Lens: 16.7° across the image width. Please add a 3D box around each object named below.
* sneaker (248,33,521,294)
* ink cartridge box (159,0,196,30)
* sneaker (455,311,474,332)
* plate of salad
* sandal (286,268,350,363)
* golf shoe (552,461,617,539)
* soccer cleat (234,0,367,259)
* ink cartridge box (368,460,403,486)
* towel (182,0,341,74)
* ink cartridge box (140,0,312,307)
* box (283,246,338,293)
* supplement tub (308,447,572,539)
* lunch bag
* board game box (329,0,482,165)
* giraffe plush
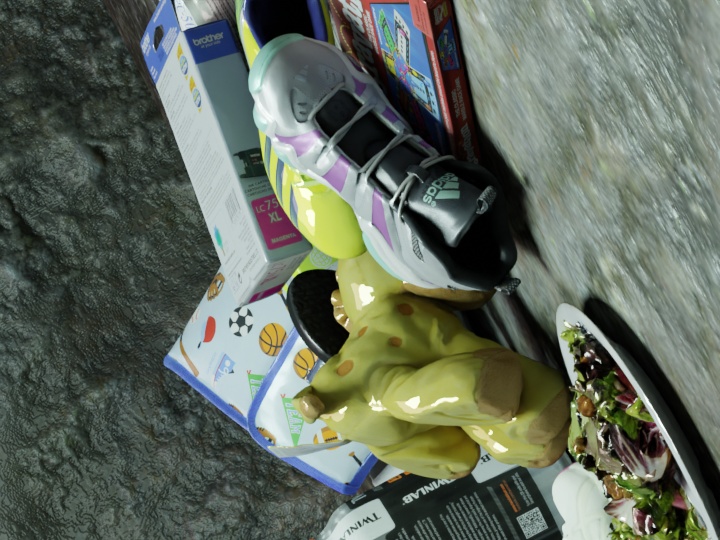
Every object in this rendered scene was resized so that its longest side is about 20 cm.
[{"bbox_3d":[0.029,-0.060,1.442,0.200,0.078,0.140,45,166,-30],"label":"sneaker"},{"bbox_3d":[-0.090,-0.158,2.026,0.200,0.044,0.094,65,-151,-17],"label":"ink cartridge box"},{"bbox_3d":[0.066,0.084,1.850,0.201,0.070,0.080,65,170,-9],"label":"sneaker"},{"bbox_3d":[0.152,0.112,1.388,0.200,0.048,0.200,62,174,12],"label":"plate of salad"},{"bbox_3d":[0.029,0.068,1.697,0.200,0.075,0.045,30,143,-16],"label":"sandal"},{"bbox_3d":[0.149,0.187,1.525,0.075,0.091,0.200,65,175,-29],"label":"golf shoe"},{"bbox_3d":[-0.036,-0.101,1.522,0.084,0.065,0.201,-120,16,-84],"label":"soccer cleat"},{"bbox_3d":[0.088,0.199,1.942,0.116,0.068,0.200,28,-160,-45],"label":"ink cartridge box"},{"bbox_3d":[-0.042,-0.152,1.614,0.192,0.035,0.200,-7,111,59],"label":"towel"},{"bbox_3d":[-0.092,-0.086,1.649,0.200,0.042,0.119,67,163,9],"label":"ink cartridge box"},{"bbox_3d":[-0.004,0.041,1.788,0.200,0.048,0.122,57,170,5],"label":"box"},{"bbox_3d":[0.062,0.195,1.743,0.123,0.200,0.123,61,173,14],"label":"supplement tub"},{"bbox_3d":[-0.035,0.060,1.959,0.200,0.170,0.124,37,-168,34],"label":"lunch bag"},{"bbox_3d":[0.023,-0.129,1.449,0.103,0.019,0.200,42,164,29],"label":"board game box"},{"bbox_3d":[0.039,0.037,1.607,0.173,0.200,0.162,67,-156,-67],"label":"giraffe plush"}]
